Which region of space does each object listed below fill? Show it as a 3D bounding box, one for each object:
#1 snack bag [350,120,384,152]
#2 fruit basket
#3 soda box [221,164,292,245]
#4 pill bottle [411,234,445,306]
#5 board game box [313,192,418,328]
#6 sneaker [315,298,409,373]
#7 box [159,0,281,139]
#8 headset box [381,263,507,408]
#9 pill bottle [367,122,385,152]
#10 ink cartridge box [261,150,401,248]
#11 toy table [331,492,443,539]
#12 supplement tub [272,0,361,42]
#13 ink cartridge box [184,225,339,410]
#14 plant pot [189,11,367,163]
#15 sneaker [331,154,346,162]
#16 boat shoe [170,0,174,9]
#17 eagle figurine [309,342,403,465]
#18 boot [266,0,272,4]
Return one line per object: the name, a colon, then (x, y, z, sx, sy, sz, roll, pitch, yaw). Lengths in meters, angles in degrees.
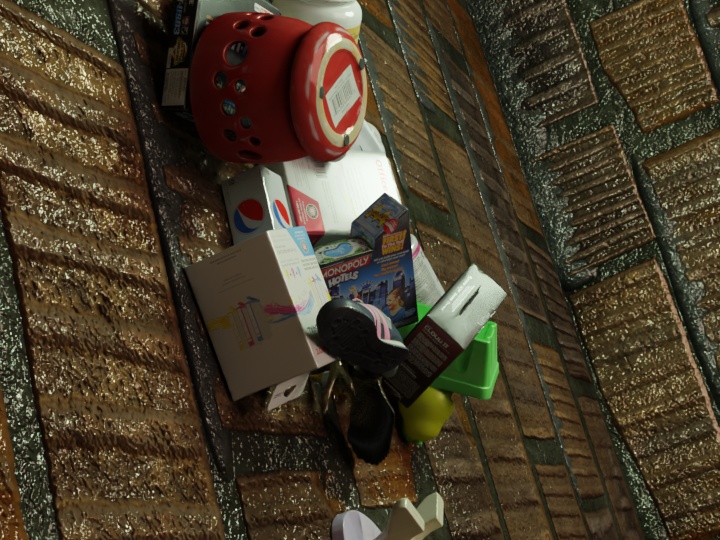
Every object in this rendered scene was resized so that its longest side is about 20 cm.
snack bag: (-0.061, -0.186, 1.763, 0.021, 0.200, 0.189, 18, -31, 53)
fruit basket: (0.121, 0.175, 1.868, 0.217, 0.214, 0.156, 64, 20, -10)
soda box: (-0.129, -0.036, 1.547, 0.064, 0.068, 0.202, 25, 47, -61)
pill bottle: (0.088, 0.047, 1.966, 0.201, 0.112, 0.114, 61, 21, -22)
board game box: (0.000, 0.000, 1.604, 0.062, 0.198, 0.202, 37, -48, 43)
sneaker: (-0.010, 0.065, 1.413, 0.082, 0.070, 0.200, 60, 9, 31)
box: (-0.188, -0.293, 1.564, 0.199, 0.049, 0.201, 18, 79, -62)
headset box: (0.123, 0.092, 1.681, 0.075, 0.200, 0.149, 41, 47, 4)
pill bottle: (-0.013, -0.176, 1.937, 0.109, 0.108, 0.201, 58, 22, -25)
ink cartridge box: (-0.043, -0.100, 1.693, 0.198, 0.086, 0.149, 2, 63, -36)
toy table: (0.058, 0.390, 1.530, 0.200, 0.116, 0.185, 51, 26, -38)
supplement tub: (-0.076, -0.366, 1.800, 0.145, 0.143, 0.202, -71, 172, -62)
ink cartridge box: (-0.108, 0.063, 1.416, 0.202, 0.124, 0.128, 69, 20, 2)
plant pot: (-0.100, -0.241, 1.501, 0.200, 0.181, 0.203, -14, 106, -60)
sneaker: (-0.067, -0.255, 1.667, 0.099, 0.077, 0.202, -174, -115, -77)
boat shoe: (-0.211, -0.319, 1.658, 0.068, 0.071, 0.201, -44, 125, -30)
eagle figurine: (0.001, 0.160, 1.590, 0.150, 0.152, 0.200, 33, -13, 38)
boot: (-0.137, -0.423, 1.930, 0.200, 0.073, 0.152, 40, 34, -44)
